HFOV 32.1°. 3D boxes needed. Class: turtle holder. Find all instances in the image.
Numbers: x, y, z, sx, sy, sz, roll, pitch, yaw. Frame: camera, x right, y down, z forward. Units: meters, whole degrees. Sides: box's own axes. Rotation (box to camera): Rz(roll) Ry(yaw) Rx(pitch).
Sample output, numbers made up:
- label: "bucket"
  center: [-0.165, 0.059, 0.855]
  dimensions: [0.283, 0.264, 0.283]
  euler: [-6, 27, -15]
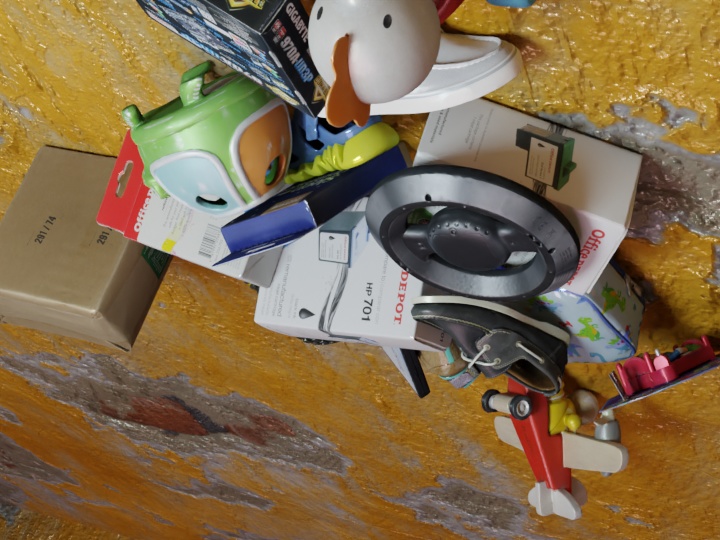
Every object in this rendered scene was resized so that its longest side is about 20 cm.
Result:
- label: "turtle holder"
  center: [-0.149, -0.116, 1.179]
  dimensions: [0.184, 0.141, 0.133]
  euler: [-22, 106, 18]

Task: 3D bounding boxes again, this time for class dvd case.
- label: "dvd case"
  center: [0.009, 0.044, 1.437]
  dimensions: [0.201, 0.017, 0.143]
  euler: [51, 171, 31]

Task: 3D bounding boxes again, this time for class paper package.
- label: "paper package"
  center: [-0.324, -0.026, 1.469]
  dimensions: [0.188, 0.202, 0.104]
  euler: [11, 154, 20]

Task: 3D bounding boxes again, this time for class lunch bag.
- label: "lunch bag"
  center: [0.192, 0.030, 1.331]
  dimensions: [0.198, 0.083, 0.161]
  euler: [-4, 147, 41]

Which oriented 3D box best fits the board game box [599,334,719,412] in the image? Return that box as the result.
- label: "board game box"
  center: [0.324, 0.098, 1.328]
  dimensions: [0.156, 0.039, 0.200]
  euler: [-25, 174, 14]

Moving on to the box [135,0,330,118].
- label: "box"
  center: [-0.119, -0.215, 1.007]
  dimensions: [0.199, 0.046, 0.159]
  euler: [34, 173, 21]

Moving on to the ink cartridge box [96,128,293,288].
- label: "ink cartridge box"
  center: [-0.174, -0.069, 1.339]
  dimensions: [0.198, 0.118, 0.067]
  euler: [19, 178, 25]

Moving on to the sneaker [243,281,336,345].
- label: "sneaker"
  center: [-0.067, 0.013, 1.497]
  dimensions: [0.077, 0.086, 0.200]
  euler: [-23, 127, 24]

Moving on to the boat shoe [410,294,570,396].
- label: "boat shoe"
  center: [0.131, 0.071, 1.246]
  dimensions: [0.198, 0.069, 0.071]
  euler: [23, 162, -32]

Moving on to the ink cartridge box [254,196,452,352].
- label: "ink cartridge box"
  center: [0.000, 0.000, 1.322]
  dimensions: [0.198, 0.149, 0.086]
  euler: [4, 170, 32]

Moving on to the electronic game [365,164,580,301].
- label: "electronic game"
  center: [0.099, -0.031, 1.123]
  dimensions: [0.197, 0.042, 0.201]
  euler: [15, 152, 8]

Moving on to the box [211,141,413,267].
- label: "box"
  center: [-0.049, -0.065, 1.196]
  dimensions: [0.120, 0.200, 0.033]
  euler: [-15, 105, 41]

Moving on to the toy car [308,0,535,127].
- label: "toy car"
  center: [0.013, -0.197, 0.871]
  dimensions: [0.182, 0.202, 0.177]
  euler: [10, 153, 20]

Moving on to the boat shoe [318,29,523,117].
- label: "boat shoe"
  center: [0.037, -0.179, 1.054]
  dimensions: [0.198, 0.072, 0.069]
  euler: [0, 128, 31]

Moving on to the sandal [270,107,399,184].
- label: "sandal"
  center: [-0.036, -0.138, 1.199]
  dimensions: [0.199, 0.079, 0.088]
  euler: [-12, 106, 59]

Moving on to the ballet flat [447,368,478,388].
- label: "ballet flat"
  center: [0.142, 0.092, 1.516]
  dimensions: [0.071, 0.073, 0.200]
  euler: [25, 153, -11]

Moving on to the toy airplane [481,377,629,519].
- label: "toy airplane"
  center: [0.251, 0.209, 1.577]
  dimensions: [0.200, 0.140, 0.200]
  euler: [46, 152, 26]

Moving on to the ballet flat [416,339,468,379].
- label: "ballet flat"
  center: [0.063, 0.045, 1.416]
  dimensions: [0.073, 0.067, 0.200]
  euler: [66, 175, -34]

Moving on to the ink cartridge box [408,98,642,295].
- label: "ink cartridge box"
  center: [0.144, -0.071, 1.161]
  dimensions: [0.197, 0.085, 0.146]
  euler: [19, 154, 2]
